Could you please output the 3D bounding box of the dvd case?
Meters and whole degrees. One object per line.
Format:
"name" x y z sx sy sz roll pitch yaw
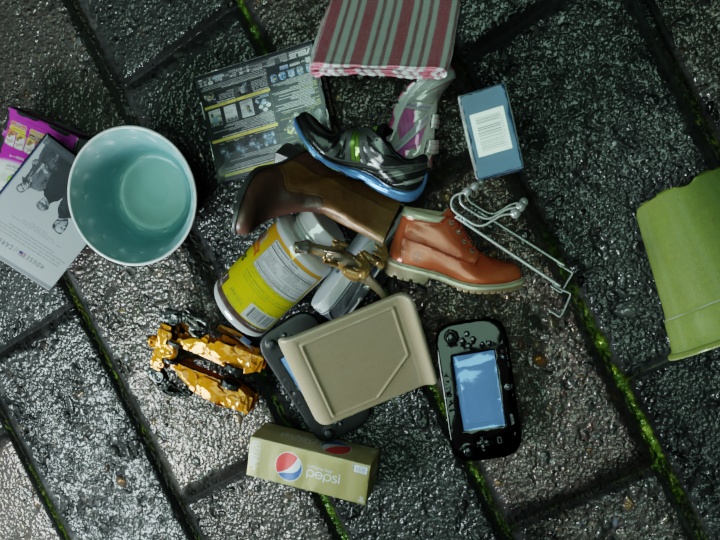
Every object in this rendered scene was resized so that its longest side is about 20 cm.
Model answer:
"dvd case" -0.490 -0.089 1.117 0.150 0.025 0.201 40 90 -33

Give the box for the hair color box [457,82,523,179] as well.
"hair color box" 0.170 -0.172 0.911 0.059 0.200 0.103 -12 94 15

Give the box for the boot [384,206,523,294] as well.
"boot" 0.139 -0.029 0.992 0.195 0.075 0.110 11 99 -1

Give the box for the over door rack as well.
"over door rack" 0.214 -0.046 0.946 0.200 0.148 0.067 45 111 5

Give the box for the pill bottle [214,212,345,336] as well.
"pill bottle" -0.117 -0.004 1.054 0.199 0.109 0.110 -42 86 15

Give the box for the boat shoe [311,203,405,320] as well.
"boat shoe" 0.013 -0.007 1.044 0.067 0.072 0.201 36 94 -21

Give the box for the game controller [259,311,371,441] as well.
"game controller" -0.067 0.162 1.083 0.103 0.042 0.202 -28 101 17

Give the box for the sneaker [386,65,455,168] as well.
"sneaker" 0.080 -0.193 1.000 0.088 0.081 0.202 37 112 6

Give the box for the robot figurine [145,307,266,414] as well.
"robot figurine" -0.249 0.144 1.133 0.196 0.058 0.148 21 101 10

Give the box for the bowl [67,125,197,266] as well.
"bowl" -0.331 -0.116 1.088 0.195 0.105 0.207 1 99 4

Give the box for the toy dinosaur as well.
"toy dinosaur" 0.000 0.000 0.985 0.198 0.106 0.061 37 62 -18

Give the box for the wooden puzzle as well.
"wooden puzzle" 0.000 0.127 1.021 0.195 0.038 0.188 -18 128 2

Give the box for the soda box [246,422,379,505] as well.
"soda box" -0.074 0.296 1.103 0.195 0.068 0.066 11 100 12

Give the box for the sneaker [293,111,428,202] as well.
"sneaker" 0.003 -0.166 0.956 0.196 0.071 0.084 26 109 5

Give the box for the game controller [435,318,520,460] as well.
"game controller" 0.171 0.172 1.030 0.102 0.042 0.205 -8 96 15

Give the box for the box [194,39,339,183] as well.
"box" -0.137 -0.233 1.061 0.195 0.049 0.165 -12 93 16

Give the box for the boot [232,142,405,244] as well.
"boot" -0.055 -0.077 0.958 0.197 0.189 0.069 27 130 10

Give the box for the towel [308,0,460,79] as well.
"towel" 0.035 -0.322 0.980 0.195 0.030 0.149 6 60 13

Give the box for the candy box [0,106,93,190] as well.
"candy box" -0.526 -0.145 1.165 0.134 0.061 0.204 23 102 8

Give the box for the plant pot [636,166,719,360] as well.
"plant pot" 0.440 -0.016 0.886 0.197 0.199 0.194 -25 78 16
